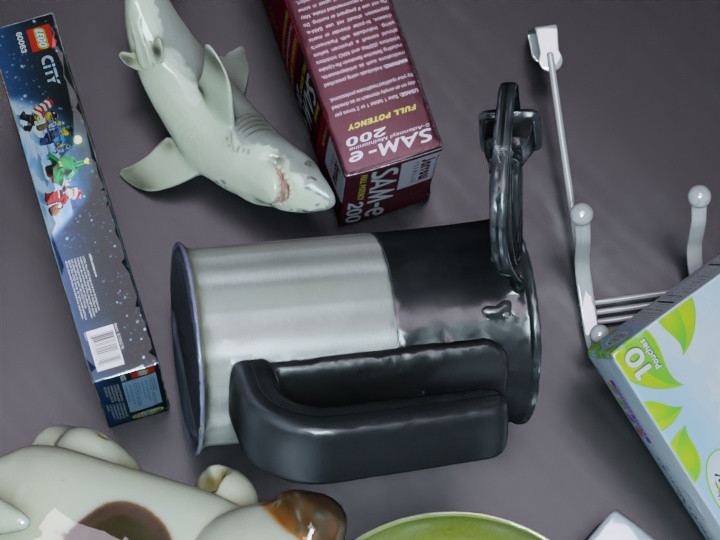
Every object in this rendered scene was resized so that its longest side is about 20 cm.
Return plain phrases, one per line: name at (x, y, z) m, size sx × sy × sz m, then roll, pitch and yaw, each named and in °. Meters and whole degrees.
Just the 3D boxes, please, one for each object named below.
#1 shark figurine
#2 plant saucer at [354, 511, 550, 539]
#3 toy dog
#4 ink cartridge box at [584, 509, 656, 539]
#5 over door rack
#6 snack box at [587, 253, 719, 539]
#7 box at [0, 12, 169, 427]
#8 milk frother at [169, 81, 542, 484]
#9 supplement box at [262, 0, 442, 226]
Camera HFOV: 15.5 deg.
shark figurine at (-0.090, -0.130, 1.501) m, size 0.089 × 0.128 × 0.215 m, roll -36°, pitch 109°, yaw -49°
plant saucer at (0.052, 0.229, 1.427) m, size 0.199 × 0.031 × 0.201 m, roll 0°, pitch 89°, yaw 8°
toy dog at (-0.094, 0.149, 1.373) m, size 0.199 × 0.194 × 0.140 m, roll 13°, pitch 66°, yaw 20°
ink cartridge box at (0.138, 0.258, 1.443) m, size 0.162 × 0.057 × 0.200 m, roll 39°, pitch 74°, yaw 7°
over door rack at (0.183, -0.061, 1.511) m, size 0.147 × 0.067 × 0.201 m, roll -8°, pitch 77°, yaw -6°
snack box at (0.237, 0.087, 1.458) m, size 0.142 × 0.053 × 0.200 m, roll -35°, pitch 98°, yaw -9°
box at (-0.152, -0.024, 1.447) m, size 0.038 × 0.137 × 0.201 m, roll -17°, pitch 78°, yaw -5°
milk frother at (0.000, 0.000, 1.403) m, size 0.187 × 0.181 × 0.201 m, roll -5°, pitch 103°, yaw -11°
supplement box at (-0.015, -0.137, 1.497) m, size 0.061 × 0.109 × 0.201 m, roll -18°, pitch 77°, yaw -7°
